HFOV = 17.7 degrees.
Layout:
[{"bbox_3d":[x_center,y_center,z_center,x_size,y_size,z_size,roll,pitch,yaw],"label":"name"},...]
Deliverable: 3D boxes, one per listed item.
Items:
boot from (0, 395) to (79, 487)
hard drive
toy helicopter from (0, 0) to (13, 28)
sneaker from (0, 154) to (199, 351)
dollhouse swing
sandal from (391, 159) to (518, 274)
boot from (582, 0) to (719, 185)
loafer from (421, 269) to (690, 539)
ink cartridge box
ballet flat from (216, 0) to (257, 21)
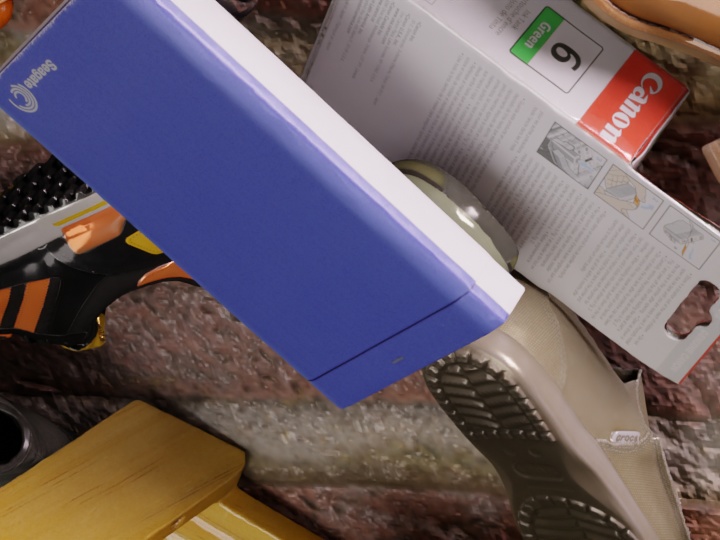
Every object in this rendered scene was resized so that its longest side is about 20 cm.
[{"bbox_3d":[-0.238,0.067,1.183,0.199,0.068,0.131,14,167,17],"label":"boot"},{"bbox_3d":[-0.045,-0.033,0.910,0.200,0.025,0.132,42,147,-11],"label":"hard drive"},{"bbox_3d":[-0.145,-0.140,0.915,0.199,0.079,0.133,10,131,23],"label":"toy helicopter"},{"bbox_3d":[-0.165,0.012,1.096,0.199,0.070,0.090,-25,117,16],"label":"sneaker"},{"bbox_3d":[-0.109,0.204,1.182,0.176,0.181,0.200,41,136,16],"label":"dollhouse swing"},{"bbox_3d":[0.000,-0.001,0.979,0.080,0.057,0.201,38,163,-10],"label":"sandal"},{"bbox_3d":[0.160,-0.118,0.812,0.155,0.077,0.201,-29,93,37],"label":"boot"},{"bbox_3d":[0.097,0.074,0.999,0.075,0.068,0.200,8,145,37],"label":"loafer"},{"bbox_3d":[0.075,-0.051,0.920,0.200,0.050,0.109,37,150,5],"label":"ink cartridge box"},{"bbox_3d":[-0.096,-0.184,0.947,0.071,0.069,0.201,-15,118,21],"label":"ballet flat"}]
